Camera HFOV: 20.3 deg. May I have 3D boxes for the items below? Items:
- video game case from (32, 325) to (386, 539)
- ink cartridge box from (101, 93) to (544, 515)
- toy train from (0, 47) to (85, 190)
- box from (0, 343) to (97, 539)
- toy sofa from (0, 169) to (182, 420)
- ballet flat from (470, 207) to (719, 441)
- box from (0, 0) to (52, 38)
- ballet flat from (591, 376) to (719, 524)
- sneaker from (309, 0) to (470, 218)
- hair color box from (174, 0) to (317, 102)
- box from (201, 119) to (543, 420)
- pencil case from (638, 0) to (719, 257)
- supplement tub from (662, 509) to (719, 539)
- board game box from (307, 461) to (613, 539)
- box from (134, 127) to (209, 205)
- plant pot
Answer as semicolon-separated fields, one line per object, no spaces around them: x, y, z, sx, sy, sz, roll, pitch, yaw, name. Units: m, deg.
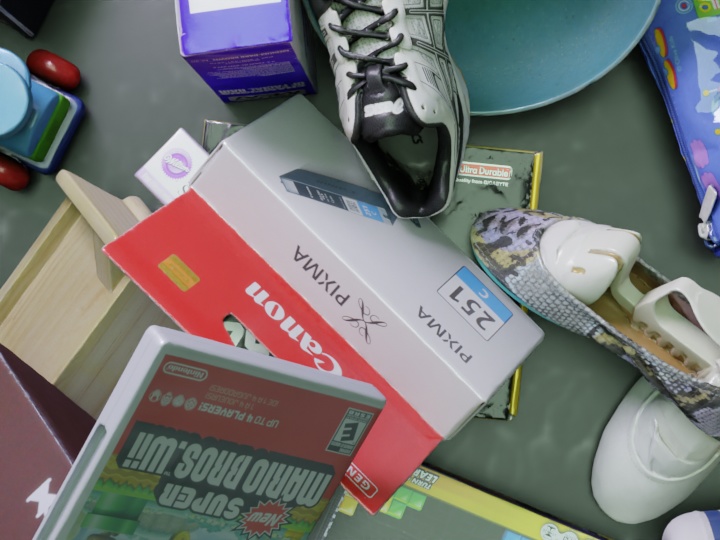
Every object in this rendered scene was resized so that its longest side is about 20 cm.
-0.088;0.128;0.973;0.017;0.143;0.200;45;110;46;video game case
-0.013;0.012;1.078;0.200;0.176;0.045;44;125;4;ink cartridge box
-0.265;-0.125;1.165;0.200;0.116;0.085;27;88;3;toy train
-0.170;0.177;1.077;0.166;0.200;0.164;-43;43;0;box
-0.177;0.052;1.157;0.200;0.098;0.083;-53;44;9;toy sofa
0.153;0.015;1.109;0.200;0.072;0.072;37;89;10;ballet flat
-0.237;-0.270;1.178;0.182;0.104;0.200;26;88;5;box
0.209;0.066;1.163;0.069;0.069;0.200;45;90;4;ballet flat
0.017;-0.115;1.071;0.076;0.088;0.200;-13;129;16;sneaker
-0.065;-0.160;1.116;0.065;0.200;0.109;-7;87;4;hair color box
0.000;0.000;1.183;0.200;0.049;0.160;6;89;2;box
0.210;-0.100;1.163;0.087;0.078;0.200;-16;85;-21;pencil case
0.273;0.200;1.113;0.200;0.145;0.145;-4;87;2;supplement tub
0.033;0.198;1.168;0.200;0.057;0.165;22;87;3;board game box
-0.043;0.003;1.141;0.041;0.039;0.200;-44;86;-1;box
0.068;-0.207;1.134;0.200;0.200;0.135;0;43;2;plant pot
